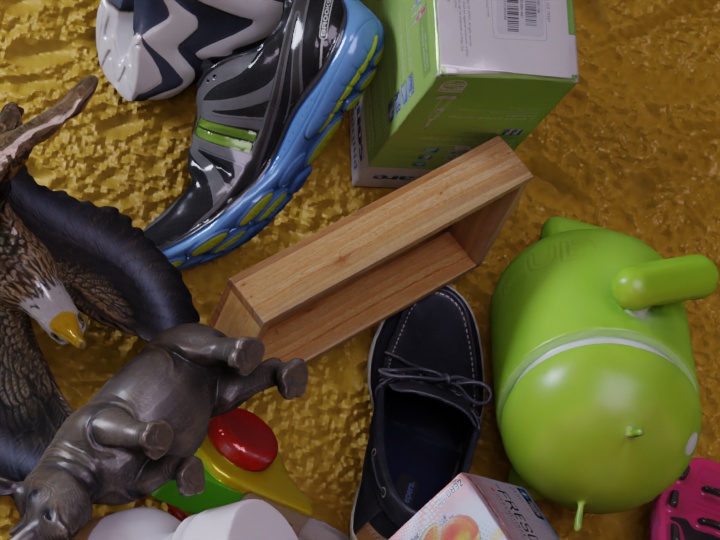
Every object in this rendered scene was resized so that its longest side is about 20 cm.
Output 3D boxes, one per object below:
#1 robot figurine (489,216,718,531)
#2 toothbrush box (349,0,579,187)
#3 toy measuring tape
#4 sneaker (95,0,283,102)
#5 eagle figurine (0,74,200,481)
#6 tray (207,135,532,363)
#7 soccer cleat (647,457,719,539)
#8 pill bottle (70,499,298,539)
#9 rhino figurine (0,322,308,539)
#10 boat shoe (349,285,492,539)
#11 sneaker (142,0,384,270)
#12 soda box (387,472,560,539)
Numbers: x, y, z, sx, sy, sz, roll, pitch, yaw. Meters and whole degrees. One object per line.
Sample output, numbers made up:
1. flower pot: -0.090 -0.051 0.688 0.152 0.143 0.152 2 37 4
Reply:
1. robot figurine: 0.133 0.056 1.581 0.115 0.176 0.200 17 35 -13
2. toothbrush box: 0.054 -0.145 1.597 0.086 0.200 0.146 2 73 -15
3. toy measuring tape: -0.047 0.126 1.574 0.199 0.073 0.074 25 69 -24
4. sneaker: -0.076 -0.193 1.598 0.129 0.200 0.079 -13 39 -29
5. eagle figurine: -0.181 0.009 1.485 0.151 0.200 0.151 -12 54 7
6. tray: 0.000 0.000 1.557 0.200 0.099 0.037 -30 71 -32
7. soccer cleat: 0.191 0.204 1.608 0.070 0.086 0.201 15 48 -15
8. pill bottle: -0.130 0.187 1.447 0.199 0.114 0.115 -18 75 25
9. rhino figurine: -0.122 0.092 1.429 0.200 0.087 0.060 -40 120 -36
10. boat shoe: 0.038 0.082 1.582 0.074 0.062 0.201 20 49 -8
11. sneaker: -0.067 -0.081 1.591 0.083 0.071 0.200 39 102 13
12. soda box: 0.013 0.190 1.365 0.200 0.068 0.064 -44 60 17
